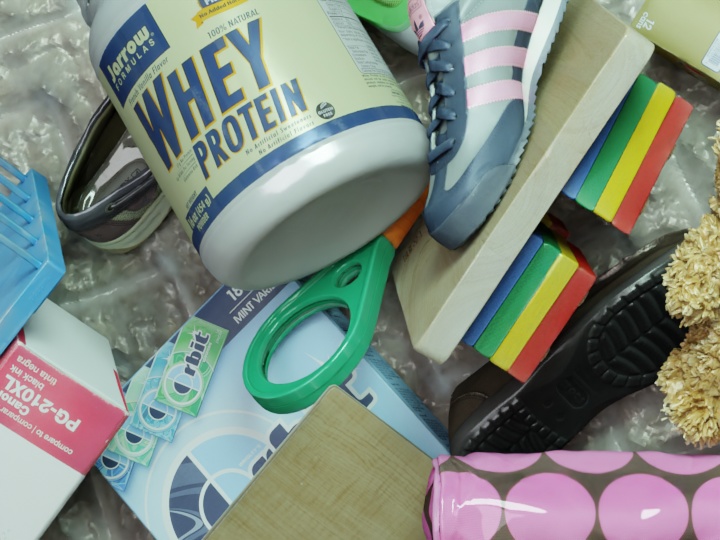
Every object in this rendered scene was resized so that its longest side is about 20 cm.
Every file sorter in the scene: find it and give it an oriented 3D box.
[{"bbox_3d":[-0.266,-0.009,1.444,0.123,0.200,0.139,37,97,-18],"label":"file sorter"}]

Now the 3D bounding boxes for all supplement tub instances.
[{"bbox_3d":[-0.064,-0.106,1.385,0.145,0.145,0.200,-35,73,12],"label":"supplement tub"}]

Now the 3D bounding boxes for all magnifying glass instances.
[{"bbox_3d":[0.000,0.000,1.423,0.079,0.022,0.200,6,56,49],"label":"magnifying glass"}]

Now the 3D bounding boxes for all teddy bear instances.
[{"bbox_3d":[0.222,0.005,1.342,0.067,0.145,0.201,27,95,58],"label":"teddy bear"}]

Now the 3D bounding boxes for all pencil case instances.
[{"bbox_3d":[0.132,0.148,1.355,0.199,0.094,0.091,4,45,-2],"label":"pencil case"}]

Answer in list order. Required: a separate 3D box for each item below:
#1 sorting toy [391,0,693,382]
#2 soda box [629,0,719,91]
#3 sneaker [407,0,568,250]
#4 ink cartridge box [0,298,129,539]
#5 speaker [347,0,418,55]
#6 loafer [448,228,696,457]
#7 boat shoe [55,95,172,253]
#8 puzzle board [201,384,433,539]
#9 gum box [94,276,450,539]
[{"bbox_3d":[0.105,-0.044,1.360,0.069,0.200,0.199,32,99,-9],"label":"sorting toy"},{"bbox_3d":[0.234,-0.201,1.390,0.064,0.068,0.200,33,96,17],"label":"soda box"},{"bbox_3d":[0.052,-0.107,1.329,0.082,0.070,0.201,27,58,-19],"label":"sneaker"},{"bbox_3d":[-0.232,0.120,1.459,0.084,0.145,0.200,35,97,-18],"label":"ink cartridge box"},{"bbox_3d":[-0.004,-0.205,1.456,0.200,0.088,0.089,37,96,17],"label":"speaker"},{"bbox_3d":[0.124,0.038,1.398,0.200,0.073,0.071,-36,36,1],"label":"loafer"},{"bbox_3d":[-0.116,-0.102,1.491,0.072,0.065,0.200,37,95,19],"label":"boat shoe"},{"bbox_3d":[0.013,0.178,1.404,0.200,0.017,0.151,38,98,-15],"label":"puzzle board"},{"bbox_3d":[-0.046,0.115,1.461,0.170,0.045,0.200,-45,73,9],"label":"gum box"}]
